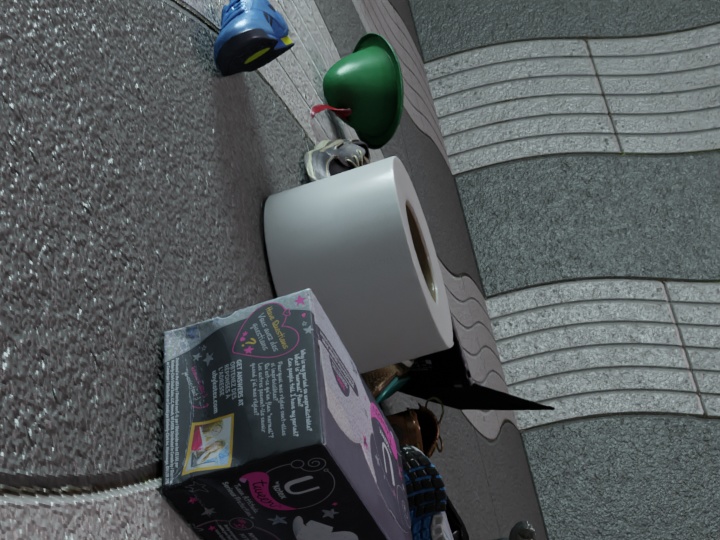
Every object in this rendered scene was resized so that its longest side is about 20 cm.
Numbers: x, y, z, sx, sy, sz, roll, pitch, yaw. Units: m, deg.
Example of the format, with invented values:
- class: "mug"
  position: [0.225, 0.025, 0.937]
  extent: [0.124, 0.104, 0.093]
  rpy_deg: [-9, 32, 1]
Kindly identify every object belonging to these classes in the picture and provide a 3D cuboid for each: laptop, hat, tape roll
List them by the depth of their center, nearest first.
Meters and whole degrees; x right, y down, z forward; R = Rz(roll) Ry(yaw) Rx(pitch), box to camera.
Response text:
- class: "tape roll"
  position: [0.000, 0.000, 1.218]
  extent: [0.203, 0.138, 0.204]
  rpy_deg: [-16, 90, -80]
- class: "laptop"
  position: [0.106, 0.096, 1.452]
  extent: [0.187, 0.115, 0.202]
  rpy_deg: [-10, -80, 56]
- class: "hat"
  position: [-0.048, -0.255, 1.723]
  extent: [0.200, 0.175, 0.167]
  rpy_deg: [-41, -118, 59]

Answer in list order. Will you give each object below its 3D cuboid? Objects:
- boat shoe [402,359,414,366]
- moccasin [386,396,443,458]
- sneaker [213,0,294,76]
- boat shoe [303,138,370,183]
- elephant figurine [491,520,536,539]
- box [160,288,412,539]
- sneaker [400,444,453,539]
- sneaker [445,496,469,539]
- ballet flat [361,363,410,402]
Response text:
- class: "boat shoe"
  position: [0.017, 0.017, 1.361]
  extent: [0.201, 0.059, 0.072]
  rpy_deg: [55, 3, -9]
- class: "moccasin"
  position: [0.066, 0.194, 1.444]
  extent: [0.201, 0.077, 0.074]
  rpy_deg: [45, 30, -70]
- class: "sneaker"
  position: [-0.119, -0.242, 1.196]
  extent: [0.079, 0.066, 0.200]
  rpy_deg: [60, 11, -7]
- class: "boat shoe"
  position: [-0.023, -0.127, 1.486]
  extent: [0.200, 0.073, 0.075]
  rpy_deg: [-82, 153, -67]
- class: "elephant figurine"
  position: [0.190, 0.412, 1.592]
  extent: [0.141, 0.154, 0.202]
  rpy_deg: [-15, 97, -61]
- class: "box"
  position: [-0.044, 0.130, 0.831]
  extent: [0.201, 0.114, 0.133]
  rpy_deg: [64, 14, -46]
- class: "sneaker"
  position: [0.065, 0.277, 1.374]
  extent: [0.087, 0.074, 0.201]
  rpy_deg: [-110, -176, -66]
- class: "sneaker"
  position: [0.113, 0.356, 1.514]
  extent: [0.104, 0.060, 0.201]
  rpy_deg: [61, 11, -56]
- class: "ballet flat"
  position: [0.009, 0.118, 1.347]
  extent: [0.065, 0.070, 0.200]
  rpy_deg: [48, 5, 7]
